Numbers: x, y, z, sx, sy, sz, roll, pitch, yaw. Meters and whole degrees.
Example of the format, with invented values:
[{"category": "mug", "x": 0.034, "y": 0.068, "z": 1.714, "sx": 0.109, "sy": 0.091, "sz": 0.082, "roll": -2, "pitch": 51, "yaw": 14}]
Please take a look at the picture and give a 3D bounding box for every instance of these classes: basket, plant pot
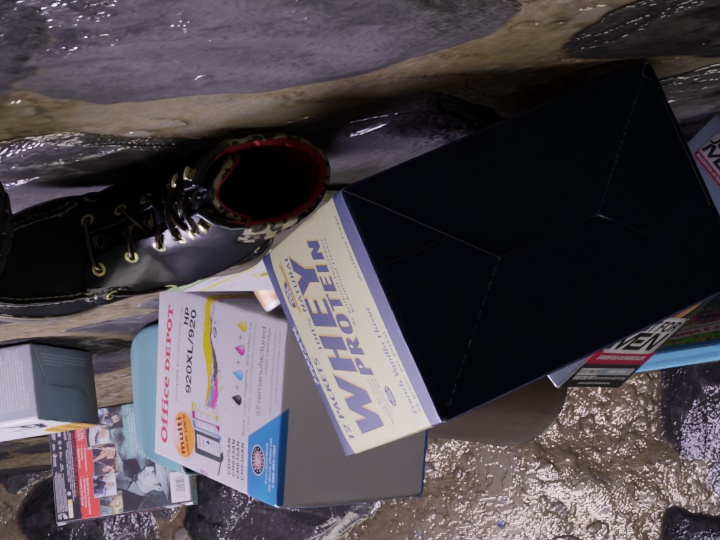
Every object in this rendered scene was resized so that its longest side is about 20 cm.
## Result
[{"category": "basket", "x": 0.108, "y": 0.132, "z": 2.355, "sx": 0.179, "sy": 0.138, "sz": 0.199, "roll": -8, "pitch": 171, "yaw": 41}, {"category": "plant pot", "x": -0.146, "y": 0.115, "z": 1.962, "sx": 0.140, "sy": 0.143, "sz": 0.200, "roll": -4, "pitch": 179, "yaw": -26}]

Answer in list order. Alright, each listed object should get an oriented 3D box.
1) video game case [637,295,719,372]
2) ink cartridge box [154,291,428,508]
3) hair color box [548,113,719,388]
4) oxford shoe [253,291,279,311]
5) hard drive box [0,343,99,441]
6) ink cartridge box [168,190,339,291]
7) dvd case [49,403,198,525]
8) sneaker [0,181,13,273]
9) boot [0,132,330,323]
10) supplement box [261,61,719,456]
[{"category": "video game case", "x": 0.255, "y": 0.016, "z": 1.658, "sx": 0.142, "sy": 0.018, "sz": 0.201, "roll": -9, "pitch": -151, "yaw": 9}, {"category": "ink cartridge box", "x": -0.057, "y": 0.093, "z": 1.642, "sx": 0.144, "sy": 0.149, "sz": 0.199, "roll": -1, "pitch": -171, "yaw": -34}, {"category": "hair color box", "x": 0.202, "y": -0.009, "z": 1.355, "sx": 0.200, "sy": 0.061, "sz": 0.099, "roll": -47, "pitch": 156, "yaw": 21}, {"category": "oxford shoe", "x": 0.000, "y": 0.000, "z": 1.569, "sx": 0.198, "sy": 0.058, "sz": 0.075, "roll": -6, "pitch": 170, "yaw": -28}, {"category": "hard drive box", "x": -0.381, "y": 0.128, "z": 2.032, "sx": 0.198, "sy": 0.078, "sz": 0.156, "roll": -10, "pitch": 171, "yaw": 15}, {"category": "ink cartridge box", "x": -0.023, "y": -0.022, "z": 1.430, "sx": 0.198, "sy": 0.048, "sz": 0.145, "roll": 0, "pitch": 169, "yaw": -30}, {"category": "dvd case", "x": -0.316, "y": 0.252, "z": 2.720, "sx": 0.198, "sy": 0.148, "sz": 0.022, "roll": -11, "pitch": 168, "yaw": 16}, {"category": "sneaker", "x": -0.271, "y": -0.035, "z": 1.076, "sx": 0.087, "sy": 0.077, "sz": 0.199, "roll": 5, "pitch": 176, "yaw": 33}, {"category": "boot", "x": -0.125, "y": -0.028, "z": 1.194, "sx": 0.202, "sy": 0.074, "sz": 0.154, "roll": -12, "pitch": 172, "yaw": -23}, {"category": "supplement box", "x": 0.074, "y": -0.001, "z": 1.176, "sx": 0.199, "sy": 0.135, "sz": 0.200, "roll": -23, "pitch": 176, "yaw": -17}]
